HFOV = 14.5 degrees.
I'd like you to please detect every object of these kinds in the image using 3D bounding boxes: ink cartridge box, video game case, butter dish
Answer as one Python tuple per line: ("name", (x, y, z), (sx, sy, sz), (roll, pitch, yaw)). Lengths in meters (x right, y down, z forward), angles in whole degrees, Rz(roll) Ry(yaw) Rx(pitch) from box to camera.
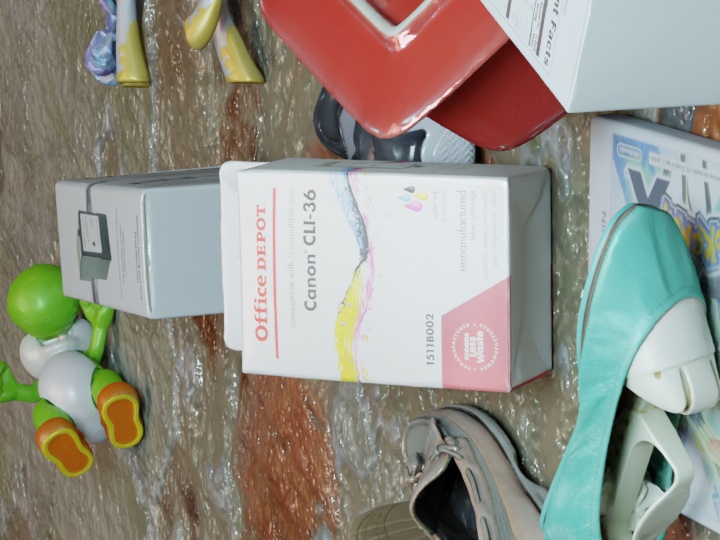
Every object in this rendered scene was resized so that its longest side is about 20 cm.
("ink cartridge box", (0.000, 0.000, 1.538), (0.200, 0.067, 0.117), (2, 98, 25))
("video game case", (0.160, 0.027, 1.357), (0.200, 0.022, 0.183), (-155, 63, -65))
("butter dish", (0.080, -0.136, 1.387), (0.200, 0.148, 0.199), (-45, 35, 4))
("ink cartridge box", (-0.102, -0.021, 1.843), (0.200, 0.146, 0.084), (-170, 76, -68))

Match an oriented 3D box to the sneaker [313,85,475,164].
("sneaker", (0.021, -0.050, 1.633), (0.114, 0.075, 0.200), (-165, 74, -73))

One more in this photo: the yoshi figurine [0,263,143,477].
("yoshi figurine", (-0.244, 0.066, 2.283), (0.112, 0.112, 0.200), (-64, 31, 24))

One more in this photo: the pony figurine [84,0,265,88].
("pony figurine", (-0.146, -0.228, 1.952), (0.193, 0.166, 0.200), (0, 91, 36))

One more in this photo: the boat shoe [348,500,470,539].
("boat shoe", (0.045, 0.191, 1.607), (0.200, 0.072, 0.065), (-140, 36, -63))

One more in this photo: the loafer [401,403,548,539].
("loafer", (0.058, 0.129, 1.574), (0.200, 0.063, 0.072), (-136, 45, -59))

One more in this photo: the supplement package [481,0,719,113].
("supplement package", (0.160, -0.157, 1.083), (0.111, 0.200, 0.156), (-121, 34, -51))

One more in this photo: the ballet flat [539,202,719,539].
("ballet flat", (0.136, 0.064, 1.330), (0.070, 0.067, 0.200), (33, 129, 34))
